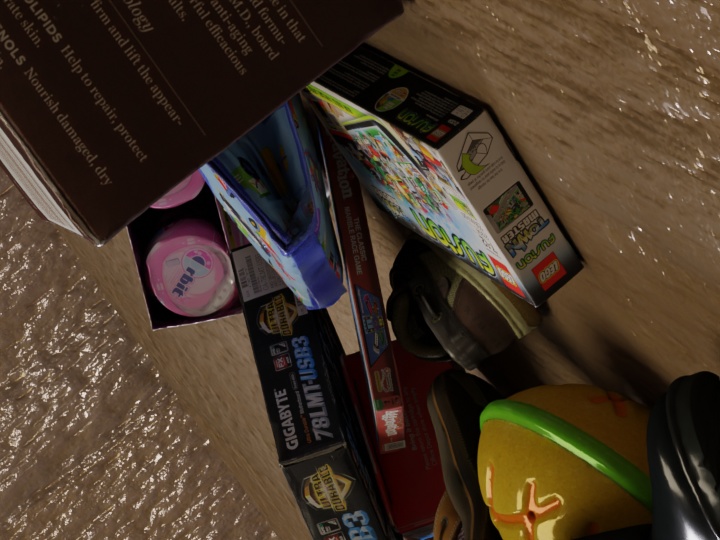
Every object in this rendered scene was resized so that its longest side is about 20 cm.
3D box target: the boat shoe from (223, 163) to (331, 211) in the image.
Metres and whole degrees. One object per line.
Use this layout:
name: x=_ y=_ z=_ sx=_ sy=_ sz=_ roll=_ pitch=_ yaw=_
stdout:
boat shoe: x=-0.045 y=-0.054 z=1.770 sx=0.057 sy=0.067 sz=0.200 roll=33 pitch=-176 yaw=-1

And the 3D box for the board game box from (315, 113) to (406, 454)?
board game box: x=0.000 y=0.000 z=1.636 sx=0.103 sy=0.019 sz=0.201 roll=87 pitch=172 yaw=-73

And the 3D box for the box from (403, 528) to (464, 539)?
box: x=0.104 y=0.194 z=1.915 sx=0.075 sy=0.100 sz=0.200 roll=53 pitch=171 yaw=-20

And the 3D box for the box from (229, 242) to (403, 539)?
box: x=-0.019 y=0.110 z=1.727 sx=0.199 sy=0.049 sz=0.200 roll=-103 pitch=-7 yaw=-47

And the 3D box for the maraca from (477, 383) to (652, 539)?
maraca: x=0.146 y=0.134 z=1.485 sx=0.200 sy=0.107 sz=0.137 roll=35 pitch=167 yaw=12

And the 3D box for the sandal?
sandal: x=0.067 y=0.147 z=1.555 sx=0.082 sy=0.055 sz=0.201 roll=20 pitch=-139 yaw=-42

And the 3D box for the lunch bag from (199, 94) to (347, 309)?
lunch bag: x=-0.058 y=-0.068 z=1.594 sx=0.200 sy=0.094 sz=0.151 roll=61 pitch=176 yaw=15

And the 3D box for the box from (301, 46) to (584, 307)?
box: x=0.037 y=-0.058 z=1.479 sx=0.110 sy=0.035 sz=0.200 roll=56 pitch=169 yaw=-27

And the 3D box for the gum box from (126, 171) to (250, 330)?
gum box: x=-0.124 y=-0.077 z=1.790 sx=0.114 sy=0.066 sz=0.201 roll=-86 pitch=-16 yaw=-72

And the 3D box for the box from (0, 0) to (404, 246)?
box: x=-0.118 y=-0.140 z=1.401 sx=0.164 sy=0.200 sz=0.166 roll=54 pitch=170 yaw=-13

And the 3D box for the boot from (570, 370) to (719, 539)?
boot: x=0.135 y=0.144 z=1.370 sx=0.200 sy=0.168 sz=0.077 roll=54 pitch=-148 yaw=-37

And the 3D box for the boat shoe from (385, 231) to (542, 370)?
boat shoe: x=0.045 y=0.019 z=1.637 sx=0.073 sy=0.065 sz=0.200 roll=52 pitch=171 yaw=-9

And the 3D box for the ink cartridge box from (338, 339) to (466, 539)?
ink cartridge box: x=0.042 y=0.105 z=1.766 sx=0.200 sy=0.067 sz=0.117 roll=46 pitch=-154 yaw=-80
